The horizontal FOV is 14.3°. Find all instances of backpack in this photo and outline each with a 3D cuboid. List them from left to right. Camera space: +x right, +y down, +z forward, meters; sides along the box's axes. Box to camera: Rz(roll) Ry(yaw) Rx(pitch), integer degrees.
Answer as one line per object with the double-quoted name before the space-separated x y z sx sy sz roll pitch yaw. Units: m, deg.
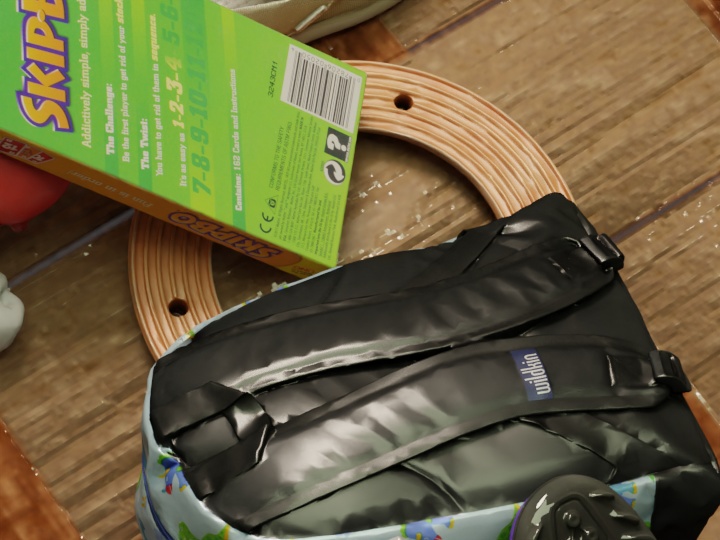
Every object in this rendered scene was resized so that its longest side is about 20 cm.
"backpack" 0.011 0.071 1.122 0.200 0.154 0.163 -9 54 -29

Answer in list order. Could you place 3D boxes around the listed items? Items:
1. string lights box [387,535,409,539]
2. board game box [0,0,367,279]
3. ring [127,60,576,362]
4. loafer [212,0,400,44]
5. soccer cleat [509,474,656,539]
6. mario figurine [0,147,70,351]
"string lights box" -0.047 0.164 1.054 0.200 0.103 0.059 -21 66 19
"board game box" -0.089 -0.074 1.184 0.200 0.030 0.096 24 62 -31
"ring" 0.000 0.000 1.236 0.200 0.019 0.201 3 65 -7
"loafer" -0.028 -0.142 1.272 0.200 0.068 0.076 -38 74 -22
"soccer cleat" 0.095 0.163 1.086 0.068 0.073 0.200 -32 111 -19
"mario figurine" -0.213 -0.017 1.199 0.200 0.124 0.106 -22 26 -9
